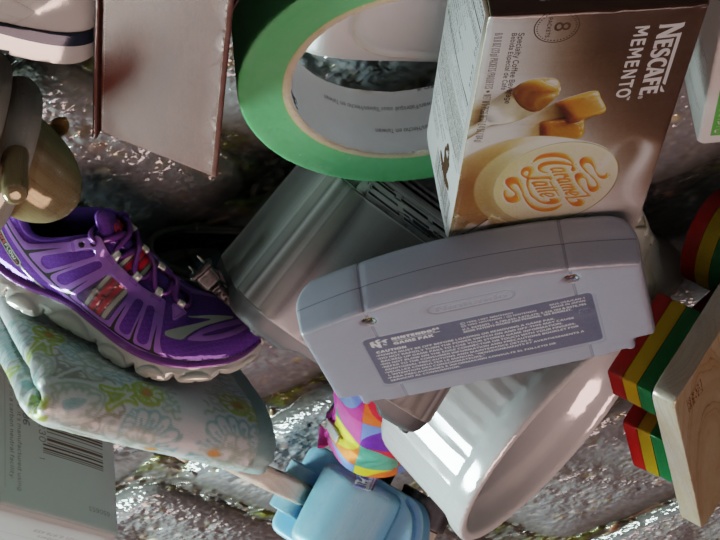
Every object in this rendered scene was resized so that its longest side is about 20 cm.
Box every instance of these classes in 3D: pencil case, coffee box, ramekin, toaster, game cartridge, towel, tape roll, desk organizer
[{"bbox_3d":[0.016,0.085,1.433,0.087,0.089,0.201,-2,146,-9],"label":"pencil case"},{"bbox_3d":[0.104,-0.104,1.006,0.113,0.080,0.201,-4,148,-8],"label":"coffee box"},{"bbox_3d":[0.106,0.086,1.357,0.200,0.098,0.201,-42,161,-18],"label":"ramekin"},{"bbox_3d":[0.000,0.000,1.220,0.199,0.114,0.130,35,98,-22],"label":"toaster"},{"bbox_3d":[0.068,0.023,1.102,0.198,0.041,0.133,-12,156,7],"label":"game cartridge"},{"bbox_3d":[-0.162,0.066,1.274,0.170,0.200,0.049,13,108,-29],"label":"towel"},{"bbox_3d":[0.027,-0.126,1.077,0.198,0.049,0.201,-6,147,-4],"label":"tape roll"},{"bbox_3d":[-0.093,-0.148,1.005,0.076,0.072,0.201,21,142,8],"label":"desk organizer"}]

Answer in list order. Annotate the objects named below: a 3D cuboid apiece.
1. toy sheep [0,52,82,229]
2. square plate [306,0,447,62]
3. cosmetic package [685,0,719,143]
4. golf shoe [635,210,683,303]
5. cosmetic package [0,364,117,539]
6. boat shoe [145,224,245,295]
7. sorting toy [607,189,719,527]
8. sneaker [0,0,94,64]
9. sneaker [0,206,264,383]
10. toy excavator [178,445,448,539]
[{"bbox_3d":[-0.251,-0.076,1.074,0.199,0.139,0.138,22,139,-22],"label":"toy sheep"},{"bbox_3d":[0.076,-0.176,1.080,0.196,0.029,0.201,1,147,-14],"label":"square plate"},{"bbox_3d":[0.246,-0.167,1.078,0.106,0.086,0.201,-5,149,1],"label":"cosmetic package"},{"bbox_3d":[0.171,-0.030,1.295,0.199,0.076,0.092,15,125,-45],"label":"golf shoe"},{"bbox_3d":[-0.300,0.137,1.365,0.166,0.169,0.199,22,137,-40],"label":"cosmetic package"},{"bbox_3d":[-0.053,0.000,1.297,0.198,0.069,0.057,-1,148,-6],"label":"boat shoe"},{"bbox_3d":[0.253,0.047,1.346,0.069,0.199,0.201,25,159,28],"label":"sorting toy"},{"bbox_3d":[-0.221,-0.167,1.000,0.198,0.077,0.081,1,141,-27],"label":"sneaker"},{"bbox_3d":[-0.153,0.006,1.220,0.198,0.081,0.084,24,120,2],"label":"sneaker"},{"bbox_3d":[-0.044,0.180,1.529,0.193,0.101,0.200,27,175,28],"label":"toy excavator"}]
